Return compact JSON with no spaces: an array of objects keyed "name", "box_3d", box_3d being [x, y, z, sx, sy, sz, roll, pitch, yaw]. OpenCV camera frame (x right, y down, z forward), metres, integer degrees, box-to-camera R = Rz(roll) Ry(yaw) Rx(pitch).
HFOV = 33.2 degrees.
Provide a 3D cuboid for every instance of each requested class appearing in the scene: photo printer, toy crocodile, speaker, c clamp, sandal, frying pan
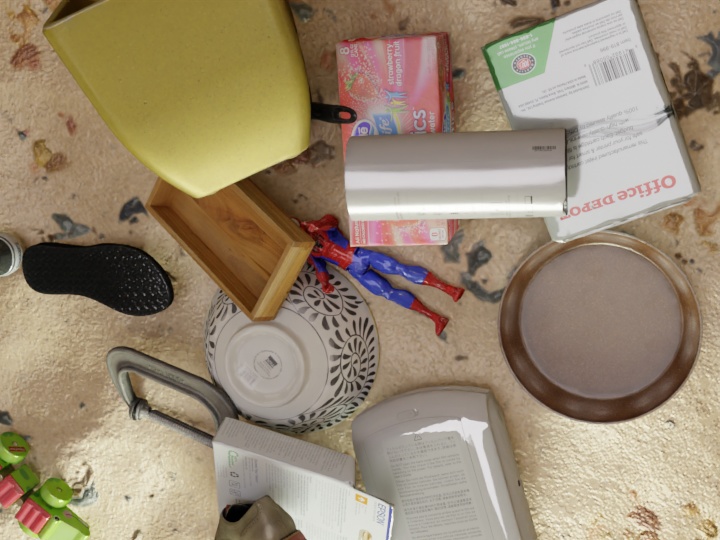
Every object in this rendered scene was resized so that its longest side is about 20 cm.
[{"name":"photo printer","box_3d":[0.085,0.221,1.267,0.166,0.069,0.200,-14,99,19]},{"name":"toy crocodile","box_3d":[-0.400,0.257,1.412,0.200,0.062,0.068,44,110,1]},{"name":"speaker","box_3d":[0.086,-0.085,1.091,0.200,0.081,0.081,-1,103,10]},{"name":"c clamp","box_3d":[-0.195,0.162,1.323,0.200,0.027,0.171,24,142,18]},{"name":"sandal","box_3d":[-0.284,0.000,1.334,0.200,0.048,0.075,11,107,26]},{"name":"frying pan","box_3d":[-0.061,-0.174,1.190,0.190,0.031,0.115,-20,79,51]}]

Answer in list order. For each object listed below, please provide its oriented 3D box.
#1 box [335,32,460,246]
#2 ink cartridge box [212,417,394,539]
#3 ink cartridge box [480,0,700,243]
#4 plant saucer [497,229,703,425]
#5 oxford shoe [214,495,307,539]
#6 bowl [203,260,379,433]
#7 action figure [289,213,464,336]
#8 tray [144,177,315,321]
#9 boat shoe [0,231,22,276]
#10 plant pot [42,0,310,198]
[{"name":"box","box_3d":[0.038,-0.129,1.182,0.103,0.095,0.200,-1,103,13]},{"name":"ink cartridge box","box_3d":[-0.057,0.252,1.279,0.200,0.041,0.200,18,140,11]},{"name":"ink cartridge box","box_3d":[0.219,-0.145,1.137,0.146,0.083,0.200,-18,98,19]},{"name":"plant saucer","box_3d":[0.238,0.054,1.206,0.200,0.034,0.200,4,105,14]},{"name":"oxford shoe","box_3d":[-0.123,0.281,1.281,0.200,0.070,0.075,-33,83,51]},{"name":"bowl","box_3d":[-0.088,0.089,1.267,0.201,0.094,0.201,2,100,14]},{"name":"action figure","box_3d":[0.000,0.000,1.227,0.200,0.099,0.065,29,108,10]},{"name":"tray","box_3d":[-0.137,-0.048,1.236,0.200,0.037,0.099,43,117,29]},{"name":"boat shoe","box_3d":[-0.479,-0.017,1.365,0.200,0.057,0.069,-2,101,22]},{"name":"plant pot","box_3d":[-0.140,-0.185,1.083,0.194,0.196,0.200,-24,113,4]}]
